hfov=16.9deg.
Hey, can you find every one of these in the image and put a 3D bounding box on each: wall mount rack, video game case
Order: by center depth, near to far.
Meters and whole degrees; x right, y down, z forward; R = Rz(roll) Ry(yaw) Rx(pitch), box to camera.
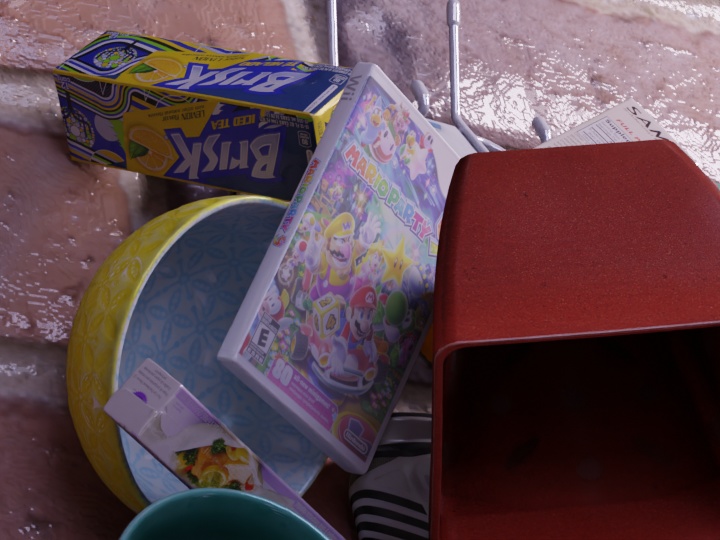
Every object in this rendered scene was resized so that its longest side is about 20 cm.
[{"bbox_3d":[0.000,0.000,1.434,0.143,0.018,0.201,44,63,-43],"label":"video game case"},{"bbox_3d":[0.043,-0.130,1.692,0.199,0.075,0.174,13,28,-37],"label":"wall mount rack"}]

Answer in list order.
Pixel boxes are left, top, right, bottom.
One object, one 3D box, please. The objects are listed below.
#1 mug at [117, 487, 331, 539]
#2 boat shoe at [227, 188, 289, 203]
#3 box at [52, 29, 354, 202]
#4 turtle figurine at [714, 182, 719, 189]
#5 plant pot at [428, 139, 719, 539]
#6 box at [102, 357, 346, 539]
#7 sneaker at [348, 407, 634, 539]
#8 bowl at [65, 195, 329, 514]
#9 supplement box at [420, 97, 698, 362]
[{"bbox_3d":[-0.067,0.216,1.302,0.184,0.115,0.153,22,43,-13],"label":"mug"},{"bbox_3d":[-0.050,-0.046,1.586,0.073,0.061,0.200,21,30,-5],"label":"boat shoe"},{"bbox_3d":[-0.093,-0.097,1.527,0.199,0.071,0.064,11,36,29],"label":"box"},{"bbox_3d":[0.266,-0.010,1.651,0.201,0.100,0.150,61,7,-27],"label":"turtle figurine"},{"bbox_3d":[0.130,0.036,1.402,0.198,0.201,0.177,-4,47,-3],"label":"plant pot"},{"bbox_3d":[-0.067,0.122,1.354,0.041,0.039,0.200,35,-9,47],"label":"box"},{"bbox_3d":[0.090,0.150,1.478,0.199,0.076,0.116,-1,60,-4],"label":"sneaker"},{"bbox_3d":[-0.106,0.051,1.415,0.107,0.202,0.200,8,24,41],"label":"bowl"},{"bbox_3d":[0.122,-0.023,1.620,0.074,0.126,0.199,46,44,16],"label":"supplement box"}]
